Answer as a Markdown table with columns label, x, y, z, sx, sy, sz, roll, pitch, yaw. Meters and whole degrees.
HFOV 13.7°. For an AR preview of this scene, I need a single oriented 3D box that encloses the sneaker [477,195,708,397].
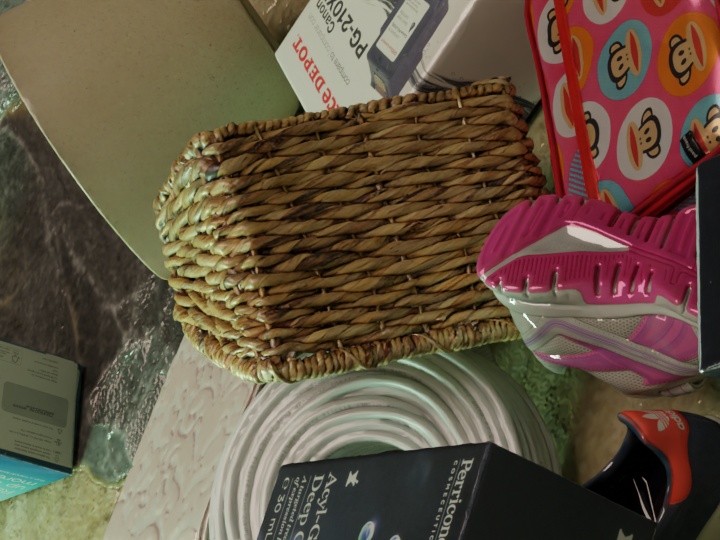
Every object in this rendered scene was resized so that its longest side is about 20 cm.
| label | x | y | z | sx | sy | sz | roll | pitch | yaw |
| --- | --- | --- | --- | --- | --- | --- | --- | --- | --- |
| sneaker | 0.162 | 0.018 | 1.508 | 0.199 | 0.088 | 0.081 | 8 | 52 | 30 |

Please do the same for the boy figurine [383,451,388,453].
| label | x | y | z | sx | sy | sz | roll | pitch | yaw |
| --- | --- | --- | --- | --- | --- | --- | --- | --- | --- |
| boy figurine | -0.034 | 0.154 | 1.752 | 0.200 | 0.064 | 0.124 | -60 | 36 | 17 |

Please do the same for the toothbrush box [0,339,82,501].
| label | x | y | z | sx | sy | sz | roll | pitch | yaw |
| --- | --- | --- | --- | --- | --- | --- | --- | --- | --- |
| toothbrush box | -0.308 | 0.106 | 2.082 | 0.200 | 0.146 | 0.086 | -20 | 58 | 48 |

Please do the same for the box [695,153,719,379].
| label | x | y | z | sx | sy | sz | roll | pitch | yaw |
| --- | --- | --- | --- | --- | --- | --- | --- | --- | --- |
| box | 0.276 | -0.006 | 1.291 | 0.200 | 0.182 | 0.104 | -24 | 55 | 46 |

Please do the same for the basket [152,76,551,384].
| label | x | y | z | sx | sy | sz | roll | pitch | yaw |
| --- | --- | --- | --- | --- | --- | --- | --- | --- | --- |
| basket | 0.000 | 0.000 | 1.630 | 0.143 | 0.199 | 0.149 | 129 | 126 | -63 |

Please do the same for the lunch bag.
| label | x | y | z | sx | sy | sz | roll | pitch | yaw |
| --- | --- | --- | --- | --- | --- | --- | --- | --- | --- |
| lunch bag | 0.157 | -0.105 | 1.598 | 0.176 | 0.082 | 0.201 | -41 | 46 | 43 |

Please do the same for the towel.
| label | x | y | z | sx | sy | sz | roll | pitch | yaw |
| --- | --- | --- | --- | --- | --- | --- | --- | --- | --- |
| towel | -0.089 | 0.095 | 1.822 | 0.192 | 0.032 | 0.200 | -69 | 17 | -12 |

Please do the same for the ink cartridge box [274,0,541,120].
| label | x | y | z | sx | sy | sz | roll | pitch | yaw |
| --- | --- | --- | --- | --- | --- | --- | --- | --- | --- |
| ink cartridge box | 0.051 | -0.151 | 1.757 | 0.200 | 0.084 | 0.145 | -55 | 37 | 22 |

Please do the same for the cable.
| label | x | y | z | sx | sy | sz | roll | pitch | yaw |
| --- | --- | --- | --- | --- | --- | --- | --- | --- | --- |
| cable | 0.014 | 0.131 | 1.632 | 0.200 | 0.069 | 0.200 | -41 | 62 | 9 |

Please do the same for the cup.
| label | x | y | z | sx | sy | sz | roll | pitch | yaw |
| --- | --- | --- | --- | --- | --- | --- | --- | --- | --- |
| cup | -0.121 | -0.116 | 1.915 | 0.143 | 0.200 | 0.200 | -34 | 43 | 5 |

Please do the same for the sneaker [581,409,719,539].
| label | x | y | z | sx | sy | sz | roll | pitch | yaw |
| --- | --- | --- | --- | --- | --- | --- | --- | --- | --- |
| sneaker | 0.119 | 0.157 | 1.518 | 0.075 | 0.084 | 0.201 | 35 | 103 | 55 |

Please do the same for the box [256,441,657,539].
| label | x | y | z | sx | sy | sz | roll | pitch | yaw |
| --- | --- | --- | --- | --- | --- | --- | --- | --- | --- |
| box | 0.028 | 0.175 | 1.453 | 0.200 | 0.107 | 0.149 | -12 | 55 | 57 |
